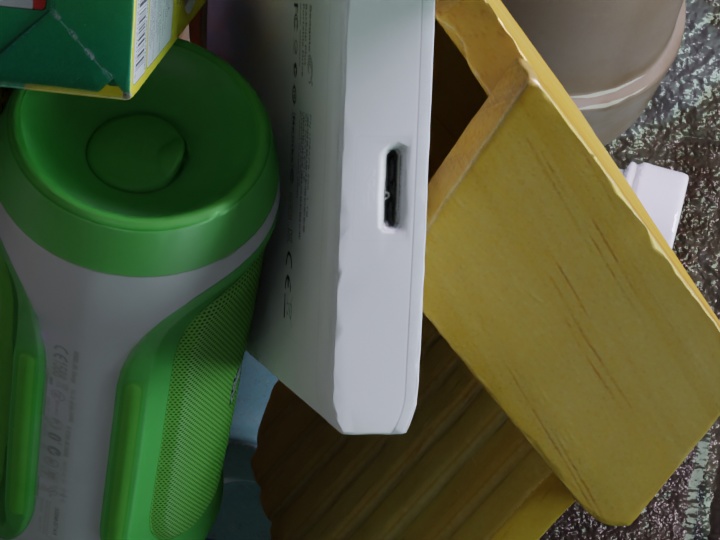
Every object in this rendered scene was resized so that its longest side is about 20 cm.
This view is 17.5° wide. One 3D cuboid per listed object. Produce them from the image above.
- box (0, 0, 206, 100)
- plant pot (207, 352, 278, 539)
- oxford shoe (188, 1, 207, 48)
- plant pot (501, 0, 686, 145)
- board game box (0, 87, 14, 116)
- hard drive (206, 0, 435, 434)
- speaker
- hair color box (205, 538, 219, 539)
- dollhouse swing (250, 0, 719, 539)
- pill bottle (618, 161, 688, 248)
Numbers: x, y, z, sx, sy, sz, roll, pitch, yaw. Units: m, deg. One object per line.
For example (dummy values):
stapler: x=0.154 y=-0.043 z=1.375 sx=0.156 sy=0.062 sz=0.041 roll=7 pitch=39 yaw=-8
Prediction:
box: x=-0.061 y=-0.130 z=0.644 sx=0.200 sy=0.048 sz=0.117 roll=-66 pitch=162 yaw=-70
plant pot: x=0.000 y=0.068 z=0.998 sx=0.188 sy=0.200 sz=0.200 roll=-56 pitch=155 yaw=-45
oxford shoe: x=-0.018 y=-0.112 z=0.849 sx=0.200 sy=0.073 sz=0.071 roll=86 pitch=25 yaw=-46
plant pot: x=0.080 y=-0.179 z=1.045 sx=0.174 sy=0.200 sz=0.200 roll=121 pitch=-11 yaw=-48
board game box: x=-0.092 y=-0.124 z=0.729 sx=0.200 sy=0.029 sz=0.135 roll=-53 pitch=150 yaw=-71
hard drive: x=-0.017 y=-0.035 z=0.706 sx=0.200 sy=0.027 sz=0.132 roll=-151 pitch=-118 yaw=-74
speaker: x=-0.075 y=0.021 z=0.708 sx=0.200 sy=0.088 sz=0.088 roll=104 pitch=1 yaw=-51
hair color box: x=-0.082 y=0.183 z=0.843 sx=0.061 sy=0.100 sz=0.200 roll=-72 pitch=167 yaw=-51
dollhouse swing: x=0.000 y=0.000 z=0.760 sx=0.182 sy=0.176 sz=0.200 roll=50 pitch=10 yaw=-32
pill bottle: x=0.050 y=-0.029 z=1.121 sx=0.111 sy=0.200 sz=0.111 roll=14 pitch=90 yaw=-83
